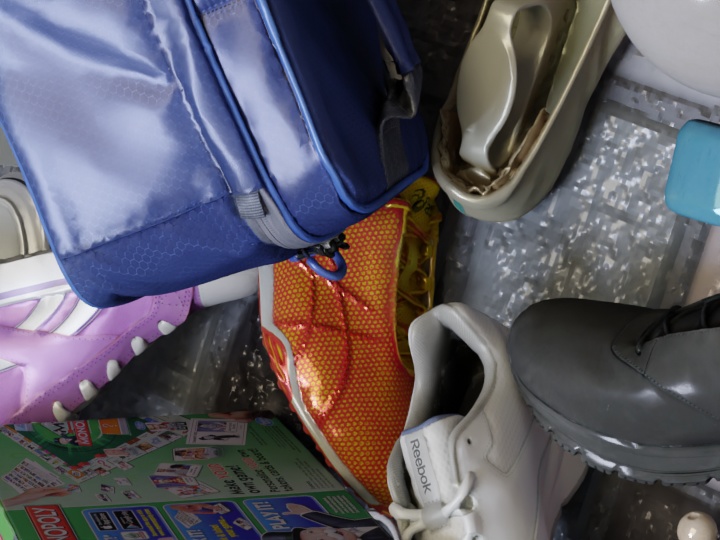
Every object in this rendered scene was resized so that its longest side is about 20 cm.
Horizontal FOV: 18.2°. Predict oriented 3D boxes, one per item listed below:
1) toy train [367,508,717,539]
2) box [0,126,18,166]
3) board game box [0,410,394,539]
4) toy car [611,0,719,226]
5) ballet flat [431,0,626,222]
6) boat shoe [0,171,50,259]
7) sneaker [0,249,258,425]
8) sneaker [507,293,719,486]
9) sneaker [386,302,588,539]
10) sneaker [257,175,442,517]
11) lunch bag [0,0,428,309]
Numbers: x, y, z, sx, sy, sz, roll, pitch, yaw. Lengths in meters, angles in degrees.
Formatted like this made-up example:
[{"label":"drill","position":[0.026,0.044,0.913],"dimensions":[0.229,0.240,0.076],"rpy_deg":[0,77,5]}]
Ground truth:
[{"label":"toy train","position":[0.064,0.161,0.871],"dimensions":[0.200,0.056,0.151],"rpy_deg":[6,65,44]},{"label":"box","position":[-0.137,-0.158,0.987],"dimensions":[0.200,0.109,0.128],"rpy_deg":[-45,65,24]},{"label":"board game box","position":[-0.073,0.095,0.860],"dimensions":[0.200,0.134,0.029],"rpy_deg":[-144,54,-69]},{"label":"toy car","position":[0.155,-0.095,0.727],"dimensions":[0.177,0.200,0.185],"rpy_deg":[18,99,34]},{"label":"ballet flat","position":[0.077,-0.112,0.864],"dimensions":[0.069,0.069,0.200],"rpy_deg":[27,103,32]},{"label":"boat shoe","position":[-0.182,0.052,1.033],"dimensions":[0.073,0.067,0.201],"rpy_deg":[15,96,34]},{"label":"sneaker","position":[-0.123,0.045,0.974],"dimensions":[0.200,0.073,0.115],"rpy_deg":[-13,91,9]},{"label":"sneaker","position":[0.143,0.033,0.789],"dimensions":[0.200,0.076,0.091],"rpy_deg":[14,130,27]},{"label":"sneaker","position":[0.040,0.103,0.827],"dimensions":[0.074,0.087,0.200],"rpy_deg":[-22,50,26]},{"label":"sneaker","position":[0.000,0.000,0.910],"dimensions":[0.077,0.073,0.201],"rpy_deg":[-19,80,23]},{"label":"lunch bag","position":[-0.055,-0.086,0.829],"dimensions":[0.132,0.136,0.200],"rpy_deg":[-22,96,20]}]
